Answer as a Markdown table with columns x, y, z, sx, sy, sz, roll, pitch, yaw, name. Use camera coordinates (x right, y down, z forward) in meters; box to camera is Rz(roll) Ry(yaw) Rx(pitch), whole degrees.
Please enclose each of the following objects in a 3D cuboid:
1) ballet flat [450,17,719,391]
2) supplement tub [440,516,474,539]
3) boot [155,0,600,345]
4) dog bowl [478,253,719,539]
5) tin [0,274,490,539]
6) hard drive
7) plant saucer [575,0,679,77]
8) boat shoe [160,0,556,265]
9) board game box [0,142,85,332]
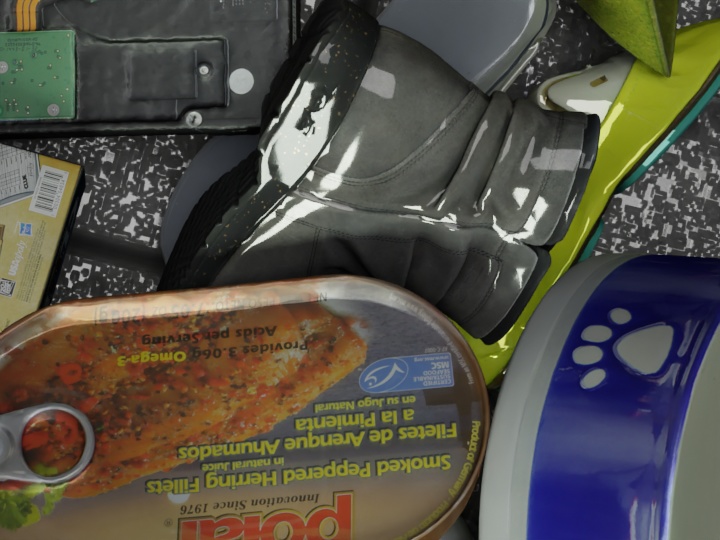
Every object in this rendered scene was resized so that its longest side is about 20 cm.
| x | y | z | sx | sy | sz | roll | pitch | yaw | name |
| --- | --- | --- | --- | --- | --- | --- | --- | --- | --- |
| 0.088 | -0.042 | 0.973 | 0.067 | 0.067 | 0.200 | 36 | 86 | -4 | ballet flat |
| -0.003 | 0.176 | 0.914 | 0.140 | 0.140 | 0.200 | -21 | 92 | -9 | supplement tub |
| 0.000 | 0.000 | 0.896 | 0.131 | 0.070 | 0.200 | 27 | 123 | -13 | boot |
| 0.129 | 0.094 | 0.907 | 0.079 | 0.200 | 0.201 | 2 | 87 | 32 | dog bowl |
| -0.052 | 0.064 | 0.840 | 0.199 | 0.042 | 0.112 | -5 | 62 | -1 | tin |
| -0.124 | -0.123 | 0.932 | 0.199 | 0.038 | 0.140 | -2 | 88 | 7 | hard drive |
| 0.098 | -0.209 | 0.904 | 0.048 | 0.200 | 0.200 | 2 | 68 | 15 | plant saucer |
| 0.005 | -0.056 | 0.957 | 0.200 | 0.065 | 0.074 | -37 | 75 | 15 | boat shoe |
| -0.199 | 0.037 | 0.882 | 0.135 | 0.035 | 0.200 | 16 | 77 | -2 | board game box |
